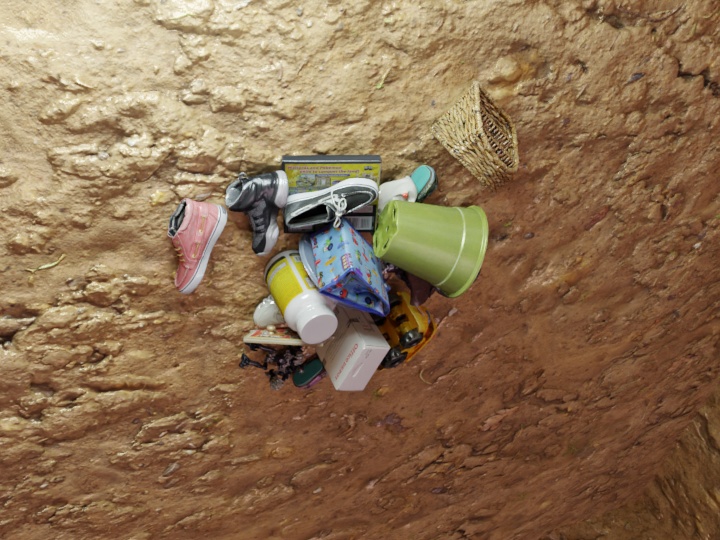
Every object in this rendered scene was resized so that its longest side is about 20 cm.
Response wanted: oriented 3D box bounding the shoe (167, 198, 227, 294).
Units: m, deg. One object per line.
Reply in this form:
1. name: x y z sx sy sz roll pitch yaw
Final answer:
1. shoe: -0.342 -0.048 1.403 0.090 0.072 0.201 14 114 -38

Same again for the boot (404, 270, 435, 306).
1. boot: 0.168 -0.030 1.695 0.200 0.072 0.168 -41 139 -37

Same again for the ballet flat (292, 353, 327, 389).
1. ballet flat: -0.086 0.237 1.837 0.199 0.069 0.071 -38 156 10

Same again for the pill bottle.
1. pill bottle: -0.125 0.058 1.536 0.111 0.201 0.113 -17 136 -17

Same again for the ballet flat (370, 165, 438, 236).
1. ballet flat: 0.102 -0.146 1.599 0.200 0.074 0.074 -45 137 16

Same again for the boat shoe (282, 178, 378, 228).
1. boat shoe: -0.056 -0.128 1.421 0.197 0.068 0.074 -9 134 -7

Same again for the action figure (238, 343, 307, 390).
1. action figure: -0.193 0.226 1.725 0.199 0.102 0.120 21 104 -41

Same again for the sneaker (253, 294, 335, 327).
1. sneaker: -0.149 0.085 1.639 0.198 0.081 0.076 -22 139 -12

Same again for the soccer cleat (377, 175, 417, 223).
1. soccer cleat: 0.032 -0.142 1.558 0.198 0.078 0.069 -22 129 15

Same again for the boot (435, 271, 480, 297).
1. boot: 0.250 -0.052 1.646 0.065 0.201 0.165 34 149 -8

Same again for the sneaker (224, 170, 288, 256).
1. sneaker: -0.216 -0.115 1.420 0.113 0.076 0.201 3 131 -23

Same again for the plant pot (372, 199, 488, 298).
1. plant pot: 0.133 -0.064 1.487 0.188 0.201 0.201 16 120 -19

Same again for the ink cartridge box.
1. ink cartridge box: -0.033 0.165 1.694 0.082 0.201 0.147 9 123 -37

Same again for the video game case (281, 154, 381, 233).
1. video game case: -0.060 -0.154 1.468 0.198 0.026 0.182 -1 132 -5

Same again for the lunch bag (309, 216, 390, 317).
1. lunch bag: 0.000 0.000 1.502 0.094 0.152 0.199 -33 138 25

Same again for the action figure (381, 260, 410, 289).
1. action figure: 0.100 -0.005 1.727 0.130 0.070 0.200 -39 135 15

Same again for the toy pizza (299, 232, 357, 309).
1. toy pizza: -0.060 0.001 1.533 0.032 0.201 0.199 -39 141 28

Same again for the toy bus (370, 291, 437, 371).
1. toy bus: 0.126 0.150 1.820 0.191 0.136 0.200 -2 144 -41

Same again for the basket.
1. basket: 0.272 -0.275 1.527 0.149 0.143 0.200 -44 138 12

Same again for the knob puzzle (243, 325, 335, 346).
1. knob puzzle: -0.153 0.136 1.613 0.218 0.219 0.031 0 94 -32
